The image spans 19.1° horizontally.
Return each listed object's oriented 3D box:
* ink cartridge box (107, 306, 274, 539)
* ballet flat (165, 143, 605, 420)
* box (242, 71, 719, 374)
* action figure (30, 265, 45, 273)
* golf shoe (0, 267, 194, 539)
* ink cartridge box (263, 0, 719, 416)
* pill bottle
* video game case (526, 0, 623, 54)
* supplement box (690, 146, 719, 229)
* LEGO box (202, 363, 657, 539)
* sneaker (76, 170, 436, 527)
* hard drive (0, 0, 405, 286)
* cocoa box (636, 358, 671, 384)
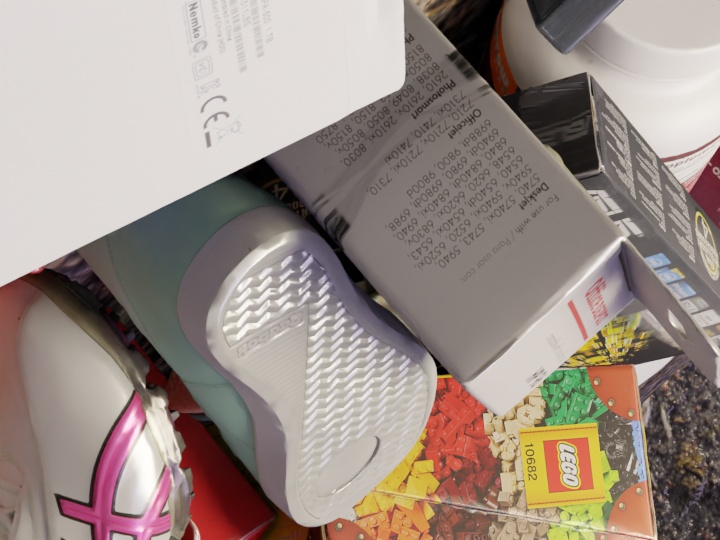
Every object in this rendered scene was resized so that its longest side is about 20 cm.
[{"bbox_3d":[-0.111,0.101,0.882,0.067,0.116,0.200,-29,163,-40],"label":"ink cartridge box"},{"bbox_3d":[0.000,0.000,0.801,0.199,0.063,0.068,-19,-155,26],"label":"ballet flat"},{"bbox_3d":[0.061,-0.004,0.905,0.160,0.049,0.200,-16,153,21],"label":"box"},{"bbox_3d":[-0.083,-0.058,0.599,0.065,0.052,0.200,-24,158,-39],"label":"action figure"},{"bbox_3d":[-0.106,0.098,0.747,0.092,0.072,0.201,-28,122,-36],"label":"golf shoe"},{"bbox_3d":[0.025,-0.022,0.683,0.068,0.200,0.116,-41,167,2],"label":"ink cartridge box"},{"bbox_3d":[0.108,-0.083,0.931,0.113,0.113,0.200,-36,166,-21],"label":"pill bottle"},{"bbox_3d":[0.129,-0.171,0.737,0.200,0.019,0.143,-44,-160,16],"label":"video game case"},{"bbox_3d":[0.208,-0.074,1.055,0.110,0.200,0.086,-26,161,-51],"label":"supplement box"},{"bbox_3d":[0.012,0.095,0.927,0.148,0.078,0.200,-2,170,-25],"label":"LEGO box"},{"bbox_3d":[-0.043,0.008,0.740,0.074,0.118,0.201,-41,149,-10],"label":"sneaker"},{"bbox_3d":[-0.081,-0.050,0.534,0.199,0.025,0.132,-27,150,-14],"label":"hard drive"},{"bbox_3d":[0.137,-0.020,1.185,0.133,0.131,0.200,-31,164,-38],"label":"cocoa box"}]
